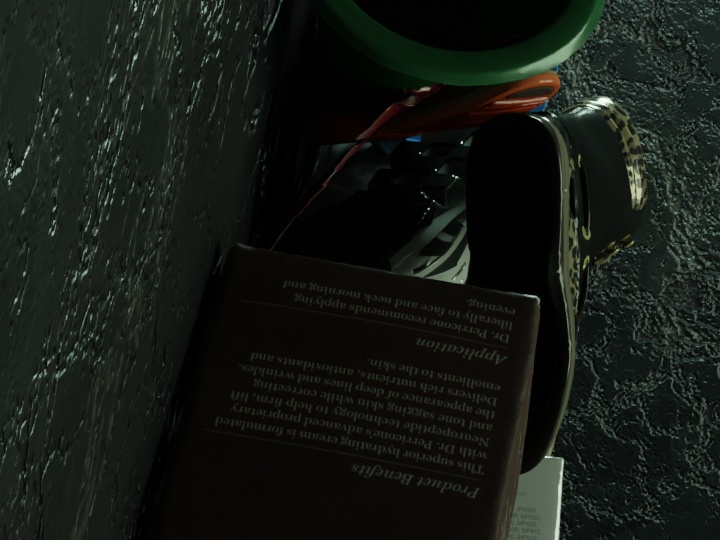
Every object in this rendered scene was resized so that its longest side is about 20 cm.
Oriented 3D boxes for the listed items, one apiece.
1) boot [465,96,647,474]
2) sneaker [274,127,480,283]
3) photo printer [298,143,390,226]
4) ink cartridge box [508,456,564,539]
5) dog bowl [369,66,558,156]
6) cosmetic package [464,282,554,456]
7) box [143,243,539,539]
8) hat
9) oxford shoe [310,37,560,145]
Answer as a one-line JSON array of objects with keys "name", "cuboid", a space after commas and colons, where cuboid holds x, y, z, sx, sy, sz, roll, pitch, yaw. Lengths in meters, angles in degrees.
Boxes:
[{"name": "boot", "cuboid": [0.105, 0.001, 1.599, 0.151, 0.073, 0.201, -28, 120, -64]}, {"name": "sneaker", "cuboid": [0.021, -0.004, 1.635, 0.200, 0.074, 0.089, -37, 129, -44]}, {"name": "photo printer", "cuboid": [0.000, 0.000, 1.800, 0.200, 0.069, 0.167, -62, 161, -70]}, {"name": "ink cartridge box", "cuboid": [0.062, 0.213, 1.801, 0.147, 0.083, 0.201, 160, -65, -73]}, {"name": "dog bowl", "cuboid": [0.058, -0.119, 1.781, 0.200, 0.049, 0.112, -12, 121, -62]}, {"name": "cosmetic package", "cuboid": [0.080, 0.039, 1.799, 0.200, 0.105, 0.071, 87, 16, -58]}, {"name": "box", "cuboid": [-0.009, 0.122, 1.449, 0.164, 0.165, 0.200, 94, 8, -51]}, {"name": "hat", "cuboid": [0.016, -0.117, 1.568, 0.166, 0.200, 0.176, 63, -27, 25]}, {"name": "oxford shoe", "cuboid": [0.034, -0.113, 1.618, 0.071, 0.200, 0.073, -6, 91, -39]}]
